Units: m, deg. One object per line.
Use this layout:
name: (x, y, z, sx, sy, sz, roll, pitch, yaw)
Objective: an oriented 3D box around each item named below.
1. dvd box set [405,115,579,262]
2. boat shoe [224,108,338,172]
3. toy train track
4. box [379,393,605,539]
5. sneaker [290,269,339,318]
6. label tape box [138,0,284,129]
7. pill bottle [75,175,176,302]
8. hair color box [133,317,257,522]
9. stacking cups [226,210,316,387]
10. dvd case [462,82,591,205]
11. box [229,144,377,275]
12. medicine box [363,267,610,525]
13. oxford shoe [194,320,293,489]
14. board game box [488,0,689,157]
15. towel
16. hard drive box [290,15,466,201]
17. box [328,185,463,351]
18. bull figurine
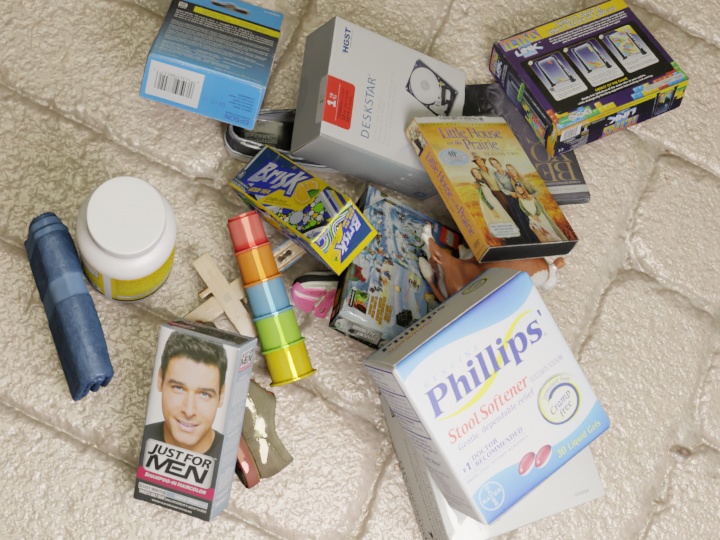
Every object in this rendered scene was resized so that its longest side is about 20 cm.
dvd box set: (0.154, -0.099, 1.464, 0.144, 0.030, 0.202, -4, 53, -34)
boat shoe: (-0.068, -0.167, 1.537, 0.196, 0.068, 0.073, 4, 77, -10)
toy train track: (-0.127, 0.007, 1.500, 0.199, 0.033, 0.116, -36, 97, -8)
box: (0.150, 0.202, 1.464, 0.197, 0.131, 0.202, -17, 81, -12)
sneaker: (0.000, 0.000, 1.505, 0.197, 0.074, 0.089, -7, 64, -27)
label tape box: (-0.177, -0.264, 1.528, 0.142, 0.064, 0.201, 16, 35, -6)
pill bottle: (-0.262, -0.037, 1.405, 0.110, 0.200, 0.115, 2, 77, -10)
hair color box: (-0.185, 0.165, 1.394, 0.097, 0.061, 0.204, 13, 101, 14)
stacking cups: (-0.104, 0.030, 1.461, 0.060, 0.060, 0.203, -15, 91, -13)
dvd case: (0.192, -0.160, 1.568, 0.146, 0.016, 0.202, -5, 54, -12)
box: (-0.069, -0.073, 1.444, 0.070, 0.199, 0.064, -46, 131, -7)
medicine box: (0.135, 0.130, 1.333, 0.181, 0.103, 0.202, -35, 102, -15)
oxford shoe: (-0.140, 0.147, 1.460, 0.074, 0.070, 0.203, -21, 93, -17)
board game box: (0.289, -0.250, 1.595, 0.197, 0.057, 0.166, -21, 58, -15)
towel: (-0.330, 0.040, 1.421, 0.048, 0.112, 0.203, -16, 81, -23)
hard drive box: (0.024, -0.193, 1.518, 0.197, 0.076, 0.159, 16, 71, -29)
box: (0.045, 0.010, 1.437, 0.135, 0.040, 0.202, 26, 45, -14)
bull figurine: (0.150, -0.012, 1.452, 0.198, 0.065, 0.122, -20, 65, -43)
